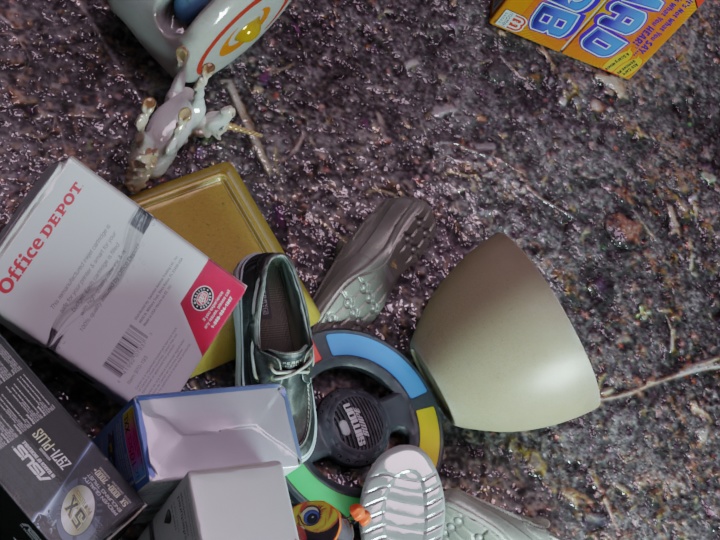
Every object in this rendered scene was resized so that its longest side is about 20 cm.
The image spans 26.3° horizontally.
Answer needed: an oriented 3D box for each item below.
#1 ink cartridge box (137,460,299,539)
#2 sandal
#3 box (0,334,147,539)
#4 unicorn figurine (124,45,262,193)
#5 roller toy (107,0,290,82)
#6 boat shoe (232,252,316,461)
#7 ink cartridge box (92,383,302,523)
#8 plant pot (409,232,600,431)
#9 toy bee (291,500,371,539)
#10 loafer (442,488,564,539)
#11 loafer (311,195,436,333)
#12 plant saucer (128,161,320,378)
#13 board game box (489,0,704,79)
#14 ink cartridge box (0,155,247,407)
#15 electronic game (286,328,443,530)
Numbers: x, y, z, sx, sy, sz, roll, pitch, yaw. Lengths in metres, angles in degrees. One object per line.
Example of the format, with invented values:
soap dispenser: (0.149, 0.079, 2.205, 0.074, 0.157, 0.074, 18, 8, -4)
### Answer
ink cartridge box: (-0.117, 0.260, 1.253, 0.083, 0.200, 0.145, -3, 63, -25)
sandal: (0.037, 0.265, 1.439, 0.082, 0.050, 0.203, -2, 83, -12)
box: (-0.290, 0.170, 1.265, 0.200, 0.164, 0.086, 49, 52, 5)
unicorn figurine: (-0.177, -0.148, 1.523, 0.074, 0.138, 0.200, 39, 55, 13)
roller toy: (-0.156, -0.289, 1.586, 0.182, 0.200, 0.140, -41, 86, -26)
boat shoe: (-0.077, 0.080, 1.411, 0.072, 0.071, 0.201, -11, 87, -25)
ink cartridge box: (-0.154, 0.164, 1.316, 0.136, 0.200, 0.077, -2, 68, -27)
plant pot: (0.128, 0.081, 1.532, 0.134, 0.200, 0.201, -28, 76, -6)
toy bee: (-0.044, 0.245, 1.344, 0.131, 0.108, 0.201, 11, 66, -73)
loafer: (0.154, 0.268, 1.491, 0.200, 0.070, 0.070, 36, 43, -12)
loafer: (0.000, 0.000, 1.578, 0.200, 0.070, 0.070, -48, 134, -29)
plant saucer: (-0.162, -0.008, 1.479, 0.200, 0.048, 0.200, -23, 69, -26)
board game box: (0.295, -0.394, 1.862, 0.199, 0.200, 0.201, 19, 56, -15)
ink cartridge box: (-0.225, 0.016, 1.344, 0.200, 0.083, 0.145, 38, 76, -19)
electronic game: (-0.008, 0.151, 1.487, 0.199, 0.042, 0.201, 11, 64, -24)
